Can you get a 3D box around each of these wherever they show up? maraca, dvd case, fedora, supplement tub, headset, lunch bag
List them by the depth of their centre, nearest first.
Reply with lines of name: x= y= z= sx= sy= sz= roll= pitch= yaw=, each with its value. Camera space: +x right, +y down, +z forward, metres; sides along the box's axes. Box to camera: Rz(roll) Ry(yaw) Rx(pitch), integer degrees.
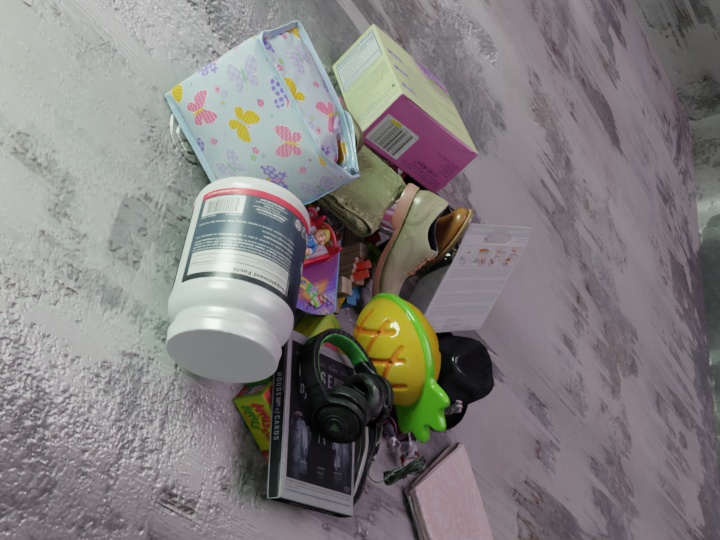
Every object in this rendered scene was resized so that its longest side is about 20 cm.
supplement tub: x=-0.137 y=0.009 z=1.059 sx=0.140 sy=0.140 sz=0.201 roll=42 pitch=45 yaw=-42
headset: x=0.004 y=0.161 z=1.130 sx=0.123 sy=0.094 sz=0.201 roll=-19 pitch=84 yaw=-59
dvd case: x=-0.055 y=0.186 z=1.138 sx=0.150 sy=0.025 sz=0.201 roll=32 pitch=53 yaw=-50
lunch bag: x=-0.109 y=-0.170 z=1.140 sx=0.201 sy=0.169 sz=0.127 roll=62 pitch=33 yaw=-7
maraca: x=0.055 y=0.126 z=1.235 sx=0.106 sy=0.137 sz=0.201 roll=-13 pitch=70 yaw=-33
fedora: x=0.153 y=0.160 z=1.505 sx=0.200 sy=0.091 sz=0.202 roll=30 pitch=53 yaw=-50

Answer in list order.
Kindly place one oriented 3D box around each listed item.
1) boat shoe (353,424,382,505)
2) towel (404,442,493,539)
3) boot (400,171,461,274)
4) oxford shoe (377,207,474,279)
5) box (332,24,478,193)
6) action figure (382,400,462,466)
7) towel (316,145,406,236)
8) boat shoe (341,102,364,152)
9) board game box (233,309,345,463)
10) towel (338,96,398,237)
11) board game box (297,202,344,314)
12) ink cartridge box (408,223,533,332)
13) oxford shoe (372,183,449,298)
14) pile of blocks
boat shoe: x=-0.001 y=0.226 z=1.252 sx=0.060 sy=0.075 sz=0.201 roll=40 pitch=47 yaw=-36
towel: x=0.143 y=0.393 z=1.457 sx=0.191 sy=0.032 sz=0.201 roll=-21 pitch=96 yaw=-58
boot: x=0.113 y=-0.063 z=1.552 sx=0.151 sy=0.073 sz=0.201 roll=48 pitch=37 yaw=-39
oxford shoe: x=0.091 y=-0.048 z=1.400 sx=0.071 sy=0.200 sz=0.072 roll=40 pitch=49 yaw=-14
box: x=0.065 y=-0.246 z=1.437 sx=0.175 sy=0.097 sz=0.201 roll=31 pitch=29 yaw=-36
action figure: x=0.058 y=0.188 z=1.370 sx=0.133 sy=0.149 sz=0.202 roll=-6 pitch=102 yaw=-34
towel: x=-0.037 y=-0.142 z=1.304 sx=0.200 sy=0.037 sz=0.149 roll=38 pitch=42 yaw=0
boat shoe: x=-0.078 y=-0.232 z=1.272 sx=0.200 sy=0.072 sz=0.068 roll=48 pitch=43 yaw=9
board game box: x=-0.074 y=0.145 z=1.194 sx=0.102 sy=0.047 sz=0.200 roll=64 pitch=33 yaw=-18
towel: x=0.007 y=-0.156 z=1.410 sx=0.146 sy=0.030 sz=0.201 roll=32 pitch=41 yaw=-33
board game box: x=-0.071 y=-0.043 z=1.237 sx=0.158 sy=0.039 sz=0.201 roll=36 pitch=38 yaw=-32
ink cartridge box: x=0.165 y=0.005 z=1.460 sx=0.159 sy=0.201 sz=0.047 roll=0 pitch=33 yaw=-43
oxford shoe: x=0.068 y=-0.019 z=1.342 sx=0.071 sy=0.073 sz=0.201 roll=-44 pitch=153 yaw=-67
pile of blocks: x=0.000 y=0.000 z=1.357 sx=0.082 sy=0.062 sz=0.201 roll=57 pitch=37 yaw=-28
